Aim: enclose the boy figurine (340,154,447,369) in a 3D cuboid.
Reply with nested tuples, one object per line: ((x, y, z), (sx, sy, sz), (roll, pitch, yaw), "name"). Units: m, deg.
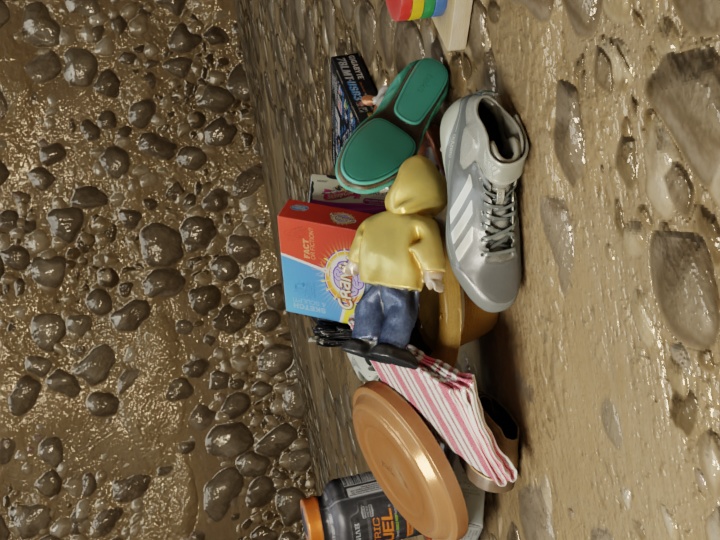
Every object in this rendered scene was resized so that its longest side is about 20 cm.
((0.034, -0.011, 0.968), (0.124, 0.064, 0.201), (1, 74, 43), "boy figurine")

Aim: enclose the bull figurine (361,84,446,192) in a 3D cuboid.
((0.051, -0.144, 1.174), (0.200, 0.065, 0.122), (-123, 23, -67), "bull figurine")

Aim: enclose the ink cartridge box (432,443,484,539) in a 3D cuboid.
((0.122, 0.267, 1.252), (0.200, 0.043, 0.174), (95, -177, -56), "ink cartridge box")

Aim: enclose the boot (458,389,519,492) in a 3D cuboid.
((0.122, 0.156, 1.111), (0.200, 0.073, 0.076), (-131, 47, -58), "boot")

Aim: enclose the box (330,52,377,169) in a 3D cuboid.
((-0.001, -0.177, 1.465), (0.201, 0.049, 0.199), (91, 164, -44), "box")

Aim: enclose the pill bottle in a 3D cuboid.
((0.014, 0.347, 1.467), (0.106, 0.199, 0.107), (169, 90, -80), "pill bottle")

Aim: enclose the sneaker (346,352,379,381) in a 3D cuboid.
((0.037, 0.119, 1.453), (0.200, 0.074, 0.089), (147, 108, -69), "sneaker")

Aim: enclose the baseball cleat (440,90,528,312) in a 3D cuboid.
((0.115, -0.060, 0.904), (0.106, 0.069, 0.201), (175, 81, -73), "baseball cleat")

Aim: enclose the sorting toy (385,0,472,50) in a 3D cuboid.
((0.050, -0.348, 0.968), (0.201, 0.069, 0.199), (93, 163, -51), "sorting toy")

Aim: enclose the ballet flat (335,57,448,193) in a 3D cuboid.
((0.031, -0.136, 1.037), (0.200, 0.067, 0.070), (-57, 0, -32), "ballet flat")

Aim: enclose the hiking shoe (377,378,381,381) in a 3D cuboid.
((0.061, 0.206, 1.283), (0.201, 0.074, 0.087), (-97, -5, -51), "hiking shoe")

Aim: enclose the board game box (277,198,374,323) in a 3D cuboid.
((0.000, 0.000, 1.250), (0.040, 0.199, 0.154), (-60, -26, -48), "board game box")

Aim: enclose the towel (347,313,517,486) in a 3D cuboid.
((0.072, 0.127, 1.028), (0.200, 0.030, 0.147), (30, 154, 53), "towel")

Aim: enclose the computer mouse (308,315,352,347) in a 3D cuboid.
((-0.025, 0.064, 1.375), (0.200, 0.138, 0.053), (-133, 44, -62), "computer mouse")

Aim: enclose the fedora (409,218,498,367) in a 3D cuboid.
((0.093, 0.026, 1.064), (0.201, 0.081, 0.202), (173, 90, -74), "fedora")

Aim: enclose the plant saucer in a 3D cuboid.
((0.048, 0.218, 1.123), (0.200, 0.032, 0.201), (50, 157, 31), "plant saucer")

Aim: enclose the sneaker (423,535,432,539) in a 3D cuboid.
((0.095, 0.291, 1.386), (0.073, 0.077, 0.201), (-20, 94, 51), "sneaker")

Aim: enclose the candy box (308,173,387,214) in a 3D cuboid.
((-0.006, -0.051, 1.356), (0.200, 0.135, 0.061), (103, 170, -63), "candy box")
